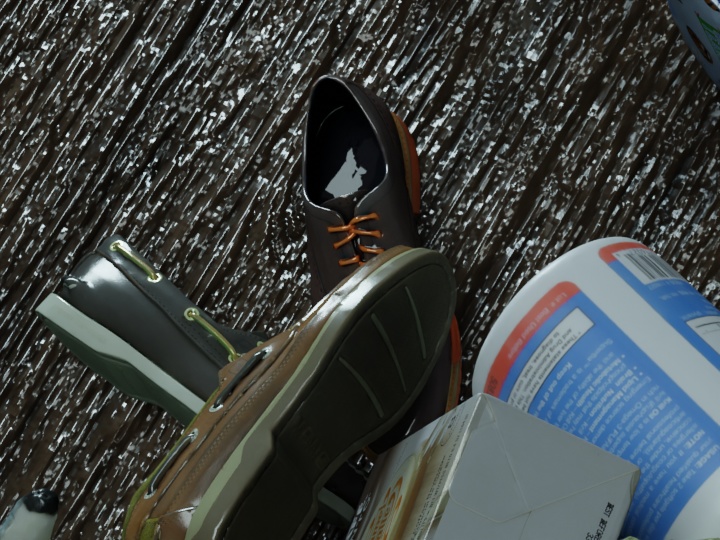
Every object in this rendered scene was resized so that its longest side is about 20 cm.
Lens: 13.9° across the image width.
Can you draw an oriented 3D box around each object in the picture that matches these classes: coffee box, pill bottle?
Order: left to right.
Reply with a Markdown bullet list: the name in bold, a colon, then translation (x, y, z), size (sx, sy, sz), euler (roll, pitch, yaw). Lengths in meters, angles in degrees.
- **coffee box**: translation (0.042, 0.133, 1.287), size (0.079, 0.200, 0.115), euler (25, 74, -6)
- **pill bottle**: translation (0.151, 0.086, 1.320), size (0.112, 0.112, 0.200), euler (-43, 59, -2)

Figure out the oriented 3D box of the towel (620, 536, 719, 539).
- **towel**: translation (0.185, 0.172, 1.232), size (0.199, 0.149, 0.037), euler (-1, 29, -13)

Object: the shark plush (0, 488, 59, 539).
- **shark plush**: translation (-0.166, 0.181, 1.414), size (0.200, 0.083, 0.091), euler (-36, 70, 27)

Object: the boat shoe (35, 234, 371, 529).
- **boat shoe**: translation (-0.068, 0.052, 1.436), size (0.201, 0.072, 0.061), euler (34, 76, 23)

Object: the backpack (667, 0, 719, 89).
- **backpack**: translation (0.232, -0.121, 1.346), size (0.154, 0.200, 0.190), euler (-47, 68, 2)

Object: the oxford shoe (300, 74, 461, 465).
- **oxford shoe**: translation (0.000, 0.000, 1.433), size (0.071, 0.073, 0.201), euler (-18, 64, 11)

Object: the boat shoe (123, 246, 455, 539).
- **boat shoe**: translation (-0.034, 0.058, 1.342), size (0.068, 0.072, 0.200), euler (14, 50, 38)
